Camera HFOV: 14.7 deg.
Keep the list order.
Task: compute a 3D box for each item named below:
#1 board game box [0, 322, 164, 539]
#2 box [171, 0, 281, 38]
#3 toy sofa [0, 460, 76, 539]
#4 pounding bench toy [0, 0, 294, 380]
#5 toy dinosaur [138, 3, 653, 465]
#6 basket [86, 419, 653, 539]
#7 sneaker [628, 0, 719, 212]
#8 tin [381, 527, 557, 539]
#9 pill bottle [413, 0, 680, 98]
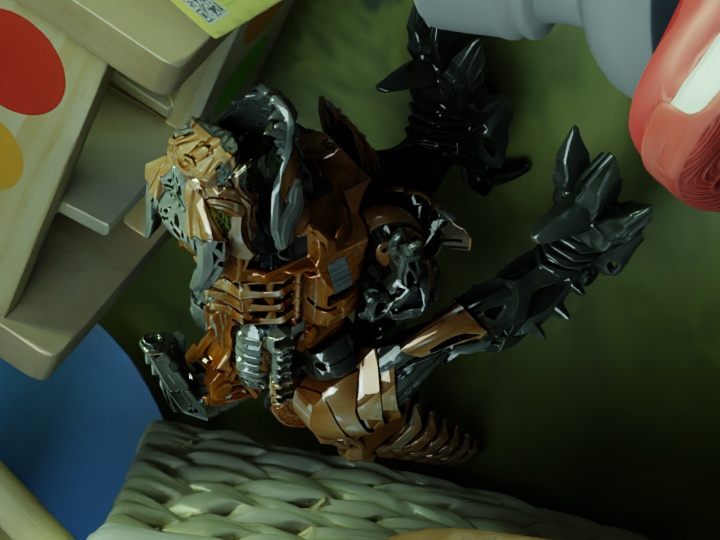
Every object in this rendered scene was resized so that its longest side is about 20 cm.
[{"bbox_3d":[-0.157,0.069,0.934,0.158,0.039,0.200,39,110,-19],"label":"board game box"},{"bbox_3d":[0.015,-0.152,0.694,0.050,0.075,0.200,40,74,-11],"label":"box"},{"bbox_3d":[-0.149,0.122,0.845,0.083,0.097,0.201,44,132,19],"label":"toy sofa"},{"bbox_3d":[-0.119,-0.105,0.791,0.199,0.124,0.156,34,137,5],"label":"pounding bench toy"},{"bbox_3d":[0.000,0.000,0.803,0.136,0.200,0.102,-40,78,-7],"label":"toy dinosaur"},{"bbox_3d":[0.004,0.137,0.839,0.199,0.124,0.136,14,112,-5],"label":"basket"},{"bbox_3d":[0.101,-0.115,0.661,0.115,0.078,0.200,33,76,26],"label":"sneaker"},{"bbox_3d":[0.070,0.125,0.726,0.199,0.042,0.113,7,121,12],"label":"tin"},{"bbox_3d":[0.119,-0.098,0.745,0.199,0.120,0.120,8,111,16],"label":"pill bottle"}]
